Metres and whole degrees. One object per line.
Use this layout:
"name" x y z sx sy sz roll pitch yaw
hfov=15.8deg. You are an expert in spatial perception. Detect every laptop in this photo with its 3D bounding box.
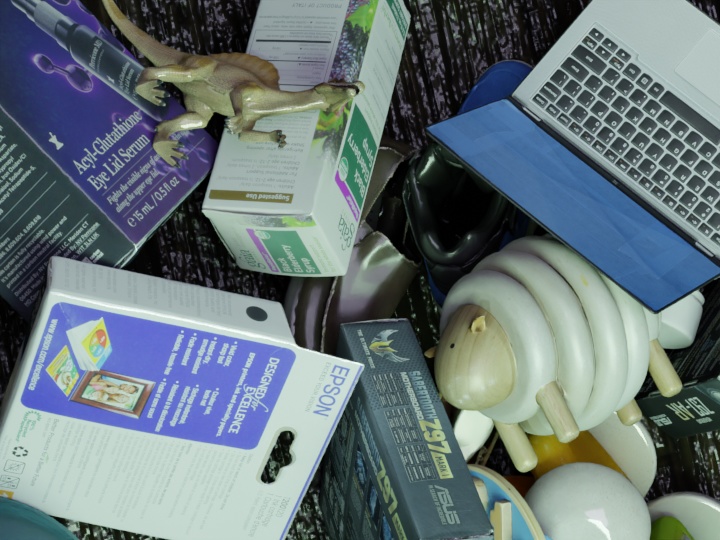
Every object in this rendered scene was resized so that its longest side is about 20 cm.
"laptop" 0.177 -0.090 1.631 0.187 0.116 0.200 39 83 15

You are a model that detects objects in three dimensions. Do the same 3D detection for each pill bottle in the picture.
"pill bottle" 0.206 -0.056 1.741 0.119 0.120 0.201 19 77 -11

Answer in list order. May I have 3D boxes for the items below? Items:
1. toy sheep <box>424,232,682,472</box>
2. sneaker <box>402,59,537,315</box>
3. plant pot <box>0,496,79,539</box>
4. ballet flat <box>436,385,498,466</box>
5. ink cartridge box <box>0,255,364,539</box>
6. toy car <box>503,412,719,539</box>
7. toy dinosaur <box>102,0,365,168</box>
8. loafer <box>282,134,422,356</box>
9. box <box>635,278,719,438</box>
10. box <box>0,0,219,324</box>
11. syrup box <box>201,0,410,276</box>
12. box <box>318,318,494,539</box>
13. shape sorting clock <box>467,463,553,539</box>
"toy sheep" 0.126 0.040 1.614 0.199 0.138 0.139 -19 86 -38
"sneaker" 0.081 -0.071 1.694 0.076 0.111 0.201 7 63 18
"plant pot" -0.225 0.240 1.529 0.199 0.188 0.201 0 91 -14
"ballet flat" 0.089 0.065 1.720 0.068 0.063 0.201 24 76 -11
"ink cartridge box" -0.120 0.089 1.600 0.199 0.199 0.044 14 42 -13
"toy car" 0.156 0.195 1.685 0.200 0.175 0.150 44 108 -5
"toy dinosaur" -0.099 -0.116 1.615 0.199 0.058 0.101 21 40 16
"loafer" 0.000 0.000 1.688 0.073 0.071 0.201 24 70 -56
"box" 0.275 0.015 1.728 0.043 0.160 0.200 38 73 -7
"box" -0.206 -0.085 1.609 0.200 0.104 0.148 45 33 -6
"syrup box" -0.033 -0.102 1.669 0.081 0.079 0.201 3 62 21
"box" 0.025 0.152 1.594 0.051 0.158 0.200 -5 39 -14
"shape sorting clock" 0.072 0.222 1.621 0.039 0.200 0.201 2 81 -28
